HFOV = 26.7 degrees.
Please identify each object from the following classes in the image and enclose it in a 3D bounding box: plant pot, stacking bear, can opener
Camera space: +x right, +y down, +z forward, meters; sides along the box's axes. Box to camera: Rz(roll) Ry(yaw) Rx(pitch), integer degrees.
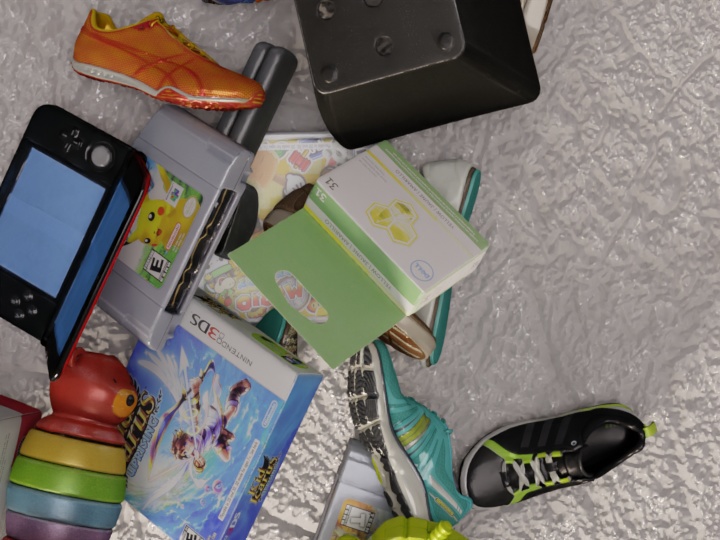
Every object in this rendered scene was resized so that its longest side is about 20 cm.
[{"bbox_3d":[0.031,-0.228,1.334,0.197,0.177,0.202,-13,90,15],"label":"plant pot"},{"bbox_3d":[-0.256,0.172,1.368,0.113,0.121,0.202,8,82,33],"label":"stacking bear"},{"bbox_3d":[-0.110,-0.113,1.415,0.066,0.052,0.202,19,94,-41],"label":"can opener"}]

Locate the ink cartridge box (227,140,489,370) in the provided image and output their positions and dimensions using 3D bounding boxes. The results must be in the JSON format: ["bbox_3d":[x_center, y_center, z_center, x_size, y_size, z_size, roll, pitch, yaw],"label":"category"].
[{"bbox_3d":[0.001,-0.019,1.354,0.146,0.048,0.199,46,48,13],"label":"ink cartridge box"}]

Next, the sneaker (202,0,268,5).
[{"bbox_3d":[-0.142,-0.338,1.398,0.078,0.075,0.202,-18,95,-1],"label":"sneaker"}]

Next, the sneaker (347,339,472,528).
[{"bbox_3d":[0.045,0.155,1.440,0.079,0.077,0.202,-24,98,-20],"label":"sneaker"}]

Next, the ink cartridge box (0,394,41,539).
[{"bbox_3d":[-0.399,0.178,1.333,0.143,0.200,0.147,18,93,12],"label":"ink cartridge box"}]

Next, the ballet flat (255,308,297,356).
[{"bbox_3d":[-0.107,0.125,1.450,0.075,0.068,0.201,33,99,-32],"label":"ballet flat"}]

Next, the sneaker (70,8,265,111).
[{"bbox_3d":[-0.175,-0.191,1.377,0.198,0.073,0.078,19,95,17],"label":"sneaker"}]

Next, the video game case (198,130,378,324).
[{"bbox_3d":[-0.080,-0.041,1.454,0.198,0.023,0.184,-2,95,-6],"label":"video game case"}]

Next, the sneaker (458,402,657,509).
[{"bbox_3d":[0.189,0.176,1.468,0.198,0.083,0.072,-22,97,-6],"label":"sneaker"}]

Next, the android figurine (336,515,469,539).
[{"bbox_3d":[0.040,0.308,1.420,0.181,0.041,0.200,36,116,-15],"label":"android figurine"}]

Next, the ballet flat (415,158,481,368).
[{"bbox_3d":[0.064,-0.010,1.457,0.069,0.069,0.202,12,91,-7],"label":"ballet flat"}]

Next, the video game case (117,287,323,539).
[{"bbox_3d":[-0.148,0.138,1.388,0.181,0.045,0.202,32,101,33],"label":"video game case"}]

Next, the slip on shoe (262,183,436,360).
[{"bbox_3d":[0.000,0.000,1.413,0.200,0.076,0.061,40,72,10],"label":"slip on shoe"}]

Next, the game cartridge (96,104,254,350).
[{"bbox_3d":[-0.185,-0.045,1.395,0.040,0.133,0.201,18,101,-49],"label":"game cartridge"}]

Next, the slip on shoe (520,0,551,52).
[{"bbox_3d":[0.168,-0.307,1.430,0.060,0.076,0.202,20,96,9],"label":"slip on shoe"}]

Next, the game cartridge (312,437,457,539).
[{"bbox_3d":[0.018,0.279,1.487,0.132,0.042,0.202,19,93,-3],"label":"game cartridge"}]

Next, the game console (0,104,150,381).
[{"bbox_3d":[-0.277,-0.030,1.357,0.171,0.119,0.201,28,97,12],"label":"game console"}]
